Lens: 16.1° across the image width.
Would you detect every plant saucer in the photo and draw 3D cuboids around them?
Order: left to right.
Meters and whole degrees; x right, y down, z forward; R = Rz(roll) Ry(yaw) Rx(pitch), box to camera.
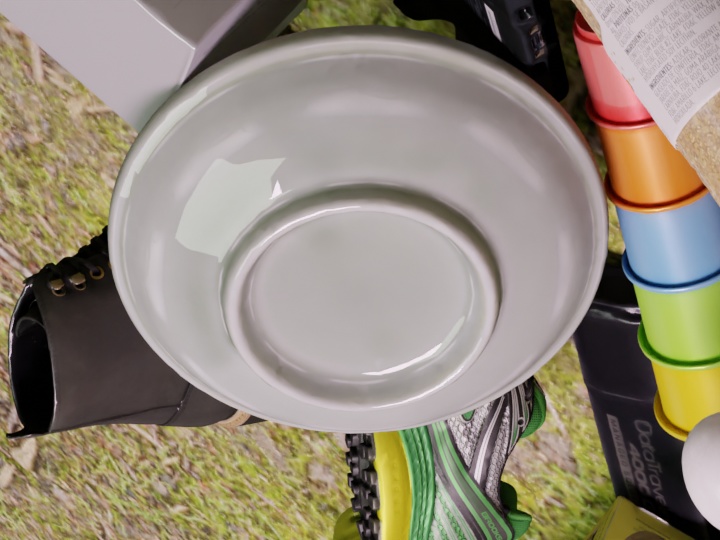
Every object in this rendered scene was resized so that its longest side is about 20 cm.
[{"bbox_3d":[0.000,0.000,0.990,0.198,0.050,0.201,-1,128,-1],"label":"plant saucer"}]

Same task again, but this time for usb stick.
[{"bbox_3d":[0.135,0.078,1.166,0.055,0.033,0.201,11,137,32],"label":"usb stick"}]

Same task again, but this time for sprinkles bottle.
[{"bbox_3d":[0.108,-0.100,0.885,0.201,0.068,0.068,57,153,16],"label":"sprinkles bottle"}]

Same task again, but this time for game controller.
[{"bbox_3d":[0.035,-0.123,0.953,0.104,0.042,0.200,41,175,16],"label":"game controller"}]

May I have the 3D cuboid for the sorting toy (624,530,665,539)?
[{"bbox_3d":[0.189,0.195,1.044,0.186,0.036,0.200,52,180,-10],"label":"sorting toy"}]

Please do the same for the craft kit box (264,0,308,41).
[{"bbox_3d":[-0.107,-0.214,1.078,0.199,0.049,0.198,32,145,18],"label":"craft kit box"}]

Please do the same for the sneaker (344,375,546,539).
[{"bbox_3d":[0.036,0.033,1.107,0.078,0.085,0.201,-118,24,-65],"label":"sneaker"}]

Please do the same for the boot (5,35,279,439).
[{"bbox_3d":[-0.098,-0.023,1.139,0.077,0.138,0.202,0,95,51],"label":"boot"}]

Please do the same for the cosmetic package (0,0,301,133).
[{"bbox_3d":[-0.114,-0.161,1.004,0.200,0.113,0.081,38,149,5],"label":"cosmetic package"}]

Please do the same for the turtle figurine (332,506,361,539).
[{"bbox_3d":[0.058,0.192,1.364,0.199,0.065,0.162,-3,124,29],"label":"turtle figurine"}]

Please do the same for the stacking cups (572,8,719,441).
[{"bbox_3d":[0.129,-0.026,1.033,0.060,0.060,0.201,13,133,40],"label":"stacking cups"}]

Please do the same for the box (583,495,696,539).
[{"bbox_3d":[0.113,0.185,1.232,0.075,0.050,0.200,30,145,-1],"label":"box"}]

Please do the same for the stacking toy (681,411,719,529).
[{"bbox_3d":[0.211,0.118,0.995,0.199,0.146,0.146,35,149,0],"label":"stacking toy"}]
